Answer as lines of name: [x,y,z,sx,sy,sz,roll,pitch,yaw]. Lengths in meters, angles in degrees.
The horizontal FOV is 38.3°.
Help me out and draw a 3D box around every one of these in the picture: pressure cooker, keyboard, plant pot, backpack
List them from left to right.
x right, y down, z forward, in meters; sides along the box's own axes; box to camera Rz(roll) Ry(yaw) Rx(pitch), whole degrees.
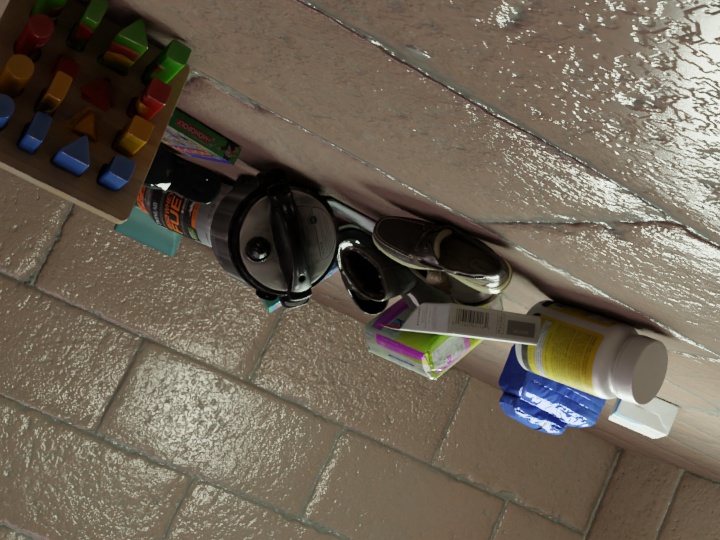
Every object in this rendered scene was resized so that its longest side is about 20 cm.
plant pot: [-0.423,-0.135,2.177,0.141,0.142,0.200,25,167,-9]
pressure cooker: [-0.126,-0.047,1.563,0.176,0.179,0.200,35,173,-20]
keyboard: [0.028,-0.066,1.632,0.200,0.011,0.056,27,168,-23]
backpack: [0.399,0.252,2.138,0.199,0.168,0.162,22,-179,-12]

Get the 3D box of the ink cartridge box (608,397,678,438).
ink cartridge box: [0.606,0.307,2.237,0.116,0.067,0.200,23,173,12]

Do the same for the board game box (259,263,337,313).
board game box: [-0.084,0.001,1.786,0.045,0.200,0.152,58,173,2]

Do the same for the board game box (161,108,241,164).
board game box: [-0.281,-0.208,1.537,0.134,0.029,0.200,30,171,-37]

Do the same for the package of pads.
package of pads: [0.129,0.089,1.739,0.154,0.200,0.068,20,134,41]

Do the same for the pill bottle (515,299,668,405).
pill bottle: [0.337,0.121,1.518,0.200,0.115,0.114,19,172,44]

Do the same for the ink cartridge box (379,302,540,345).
ink cartridge box: [0.145,0.075,1.544,0.160,0.047,0.200,8,178,-28]

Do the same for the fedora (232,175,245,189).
fedora: [-0.159,-0.071,1.761,0.091,0.201,0.201,-8,-177,-17]

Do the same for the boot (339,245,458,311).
boot: [0.064,0.027,1.585,0.182,0.073,0.200,41,-172,11]

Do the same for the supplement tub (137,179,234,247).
supplement tub: [-0.305,-0.121,1.902,0.199,0.123,0.123,21,173,26]

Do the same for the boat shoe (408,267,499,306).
boat shoe: [0.127,0.002,1.511,0.068,0.075,0.200,22,177,-33]

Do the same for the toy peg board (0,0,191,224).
toy peg board: [-0.284,-0.186,1.059,0.200,0.200,0.098,27,158,-22]

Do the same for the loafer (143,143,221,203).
loafer: [-0.319,-0.161,1.624,0.200,0.073,0.072,29,177,-28]

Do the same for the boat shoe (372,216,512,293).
boat shoe: [0.107,-0.033,1.373,0.199,0.073,0.065,19,161,16]

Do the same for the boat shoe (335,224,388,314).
boat shoe: [0.003,-0.001,1.696,0.073,0.063,0.202,-19,142,5]
